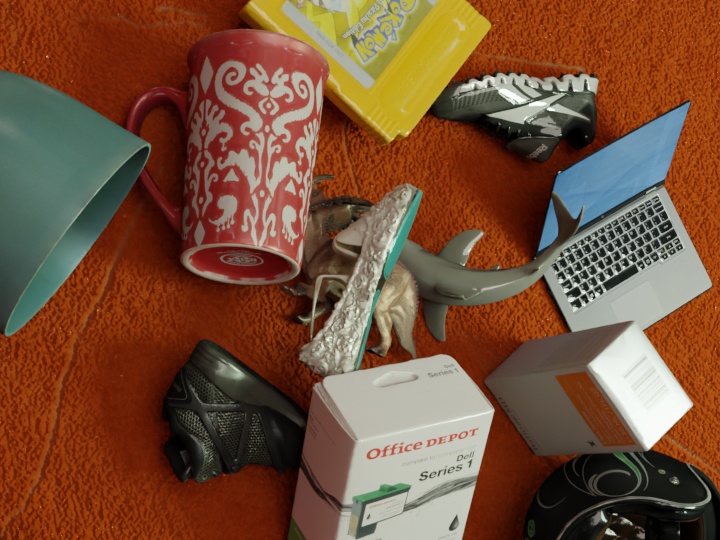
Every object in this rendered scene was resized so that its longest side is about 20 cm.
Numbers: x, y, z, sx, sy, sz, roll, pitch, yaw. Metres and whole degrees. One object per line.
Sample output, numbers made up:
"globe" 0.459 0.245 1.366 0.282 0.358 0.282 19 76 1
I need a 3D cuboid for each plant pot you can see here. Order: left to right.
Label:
"plant pot" -0.299 -0.072 1.221 0.161 0.201 0.201 36 69 -2

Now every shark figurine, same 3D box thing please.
"shark figurine" 0.118 0.004 1.402 0.214 0.089 0.129 -9 96 12

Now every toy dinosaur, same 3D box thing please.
"toy dinosaur" 0.000 0.000 1.388 0.200 0.086 0.136 35 72 -12

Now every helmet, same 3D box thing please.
"helmet" 0.256 0.260 1.404 0.199 0.191 0.201 1 98 6

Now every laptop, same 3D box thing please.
"laptop" 0.285 -0.037 1.503 0.187 0.116 0.200 -28 93 -24

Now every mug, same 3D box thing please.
"mug" -0.116 -0.094 1.333 0.133 0.177 0.201 26 60 -48

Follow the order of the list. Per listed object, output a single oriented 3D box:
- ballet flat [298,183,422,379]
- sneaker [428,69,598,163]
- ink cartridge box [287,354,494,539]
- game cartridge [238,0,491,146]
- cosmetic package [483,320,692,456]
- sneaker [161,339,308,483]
"ballet flat" -0.004 0.004 1.309 0.072 0.072 0.201 25 76 -18
"sneaker" 0.164 -0.154 1.496 0.199 0.066 0.091 -5 81 -26
"ink cartridge box" 0.024 0.187 1.310 0.146 0.084 0.201 -10 129 -27
"game cartridge" 0.008 -0.244 1.419 0.200 0.032 0.176 41 69 -11
"cosmetic package" 0.213 0.116 1.401 0.071 0.200 0.102 -39 97 -23
"sneaker" -0.102 0.158 1.333 0.199 0.076 0.114 38 91 -31
